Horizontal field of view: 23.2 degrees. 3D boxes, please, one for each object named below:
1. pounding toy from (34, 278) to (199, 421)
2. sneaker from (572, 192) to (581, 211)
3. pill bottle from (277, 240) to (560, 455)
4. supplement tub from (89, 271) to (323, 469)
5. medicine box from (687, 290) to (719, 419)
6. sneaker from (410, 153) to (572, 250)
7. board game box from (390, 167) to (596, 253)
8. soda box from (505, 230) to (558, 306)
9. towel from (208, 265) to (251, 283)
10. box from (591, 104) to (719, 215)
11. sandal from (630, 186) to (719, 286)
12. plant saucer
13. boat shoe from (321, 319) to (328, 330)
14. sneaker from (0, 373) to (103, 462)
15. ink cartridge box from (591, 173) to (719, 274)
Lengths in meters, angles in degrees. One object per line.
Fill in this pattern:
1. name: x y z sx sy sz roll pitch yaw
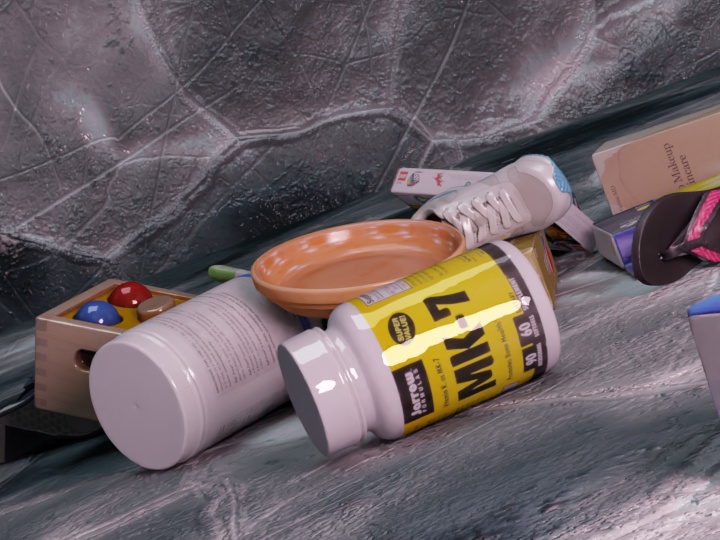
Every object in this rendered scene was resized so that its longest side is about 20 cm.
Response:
1. pounding toy: -0.207 0.068 1.831 0.200 0.142 0.184 10 18 20
2. sneaker: 0.215 -0.064 2.044 0.079 0.075 0.200 -22 6 6
3. pill bottle: 0.044 0.063 1.365 0.200 0.114 0.114 -23 7 -14
4. supplement tub: -0.139 0.089 1.638 0.132 0.132 0.200 -14 8 44
5. medicine box: 0.309 0.025 0.905 0.200 0.103 0.182 -24 7 -30
6. sneaker: 0.127 -0.055 1.730 0.081 0.077 0.200 -36 9 -39
7. board game box: 0.147 -0.067 1.915 0.200 0.126 0.035 6 69 44
8. soda box: 0.155 0.000 1.749 0.068 0.064 0.200 -19 7 10
9. towel: -0.034 0.023 1.751 0.200 0.031 0.149 8 -11 38
10. box: 0.374 -0.127 1.984 0.200 0.095 0.078 -19 7 25
11. sandal: 0.319 -0.042 1.573 0.200 0.075 0.045 -22 18 -33
12. plant saucer: 0.000 0.000 1.611 0.200 0.037 0.200 -8 17 2
13. boat shoe: -0.007 0.045 1.861 0.199 0.068 0.074 -14 9 46
14. sneaker: -0.323 0.143 1.998 0.202 0.077 0.146 -19 9 27
15. ink cartridge box: 0.338 -0.057 1.740 0.197 0.047 0.200 -20 4 1
